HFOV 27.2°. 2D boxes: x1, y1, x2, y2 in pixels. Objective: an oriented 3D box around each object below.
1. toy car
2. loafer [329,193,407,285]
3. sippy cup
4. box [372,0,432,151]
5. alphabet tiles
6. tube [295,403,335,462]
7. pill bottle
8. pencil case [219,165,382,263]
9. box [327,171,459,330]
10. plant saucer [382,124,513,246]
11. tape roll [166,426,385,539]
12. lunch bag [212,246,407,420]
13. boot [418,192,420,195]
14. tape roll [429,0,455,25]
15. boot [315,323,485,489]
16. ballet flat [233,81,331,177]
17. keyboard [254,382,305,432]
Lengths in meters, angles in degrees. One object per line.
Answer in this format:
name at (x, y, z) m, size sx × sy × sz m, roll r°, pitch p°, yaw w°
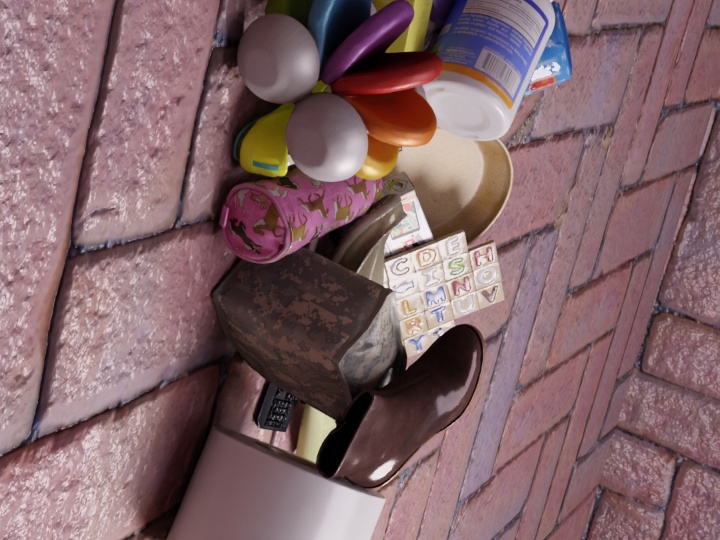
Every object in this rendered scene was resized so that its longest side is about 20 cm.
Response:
toy car at (-0.002, -0.190, 1.376) m, size 0.150 × 0.201 × 0.175 m, roll -29°, pitch -175°, yaw 39°
loafer at (0.000, 0.000, 1.607) m, size 0.200 × 0.068 × 0.076 m, roll -54°, pitch 177°, yaw 35°
sippy cup at (0.183, -0.264, 1.778) m, size 0.140 × 0.129 × 0.179 m, roll 64°, pitch 20°, yaw -54°
box at (0.023, -0.226, 1.569) m, size 0.050 × 0.075 × 0.201 m, roll -26°, pitch 134°, yaw -60°
alphabet tiles at (0.071, 0.035, 1.731) m, size 0.199 × 0.008 × 0.168 m, roll -21°, pitch 135°, yaw -6°
tube at (-0.044, 0.165, 1.739) m, size 0.201 × 0.052 × 0.058 m, roll 100°, pitch -17°, yaw -51°
pill bottle at (0.143, -0.250, 1.604) m, size 0.112 × 0.111 × 0.201 m, roll 69°, pitch 42°, yaw -59°
pencil case at (-0.058, -0.070, 1.485) m, size 0.200 × 0.086 × 0.083 m, roll -33°, pitch 102°, yaw -56°
box at (0.036, -0.013, 1.702) m, size 0.109 × 0.035 × 0.201 m, roll -25°, pitch 135°, yaw -1°
plant saucer at (0.077, -0.094, 1.698) m, size 0.199 × 0.036 × 0.201 m, roll -13°, pitch 133°, yaw -14°
tape roll at (-0.089, 0.263, 1.554) m, size 0.140 × 0.202 × 0.203 m, roll -67°, pitch 158°, yaw -4°
lunch bag at (-0.045, 0.075, 1.543) m, size 0.118 × 0.163 × 0.201 m, roll -52°, pitch 154°, yaw -25°
boot at (0.074, -0.115, 1.841) m, size 0.200 × 0.068 × 0.189 m, roll 82°, pitch 29°, yaw -67°
tape roll at (0.097, -0.373, 1.628) m, size 0.200 × 0.065 × 0.201 m, roll -49°, pitch 150°, yaw -42°
boot at (0.045, 0.133, 1.491) m, size 0.201 × 0.072 × 0.166 m, roll -57°, pitch 157°, yaw 3°
ballet flat at (-0.049, -0.149, 1.471) m, size 0.200 × 0.067 × 0.067 m, roll -47°, pitch 150°, yaw -45°
keyboard at (-0.055, 0.093, 1.707) m, size 0.201 × 0.039 × 0.104 m, roll -69°, pitch 158°, yaw 1°
